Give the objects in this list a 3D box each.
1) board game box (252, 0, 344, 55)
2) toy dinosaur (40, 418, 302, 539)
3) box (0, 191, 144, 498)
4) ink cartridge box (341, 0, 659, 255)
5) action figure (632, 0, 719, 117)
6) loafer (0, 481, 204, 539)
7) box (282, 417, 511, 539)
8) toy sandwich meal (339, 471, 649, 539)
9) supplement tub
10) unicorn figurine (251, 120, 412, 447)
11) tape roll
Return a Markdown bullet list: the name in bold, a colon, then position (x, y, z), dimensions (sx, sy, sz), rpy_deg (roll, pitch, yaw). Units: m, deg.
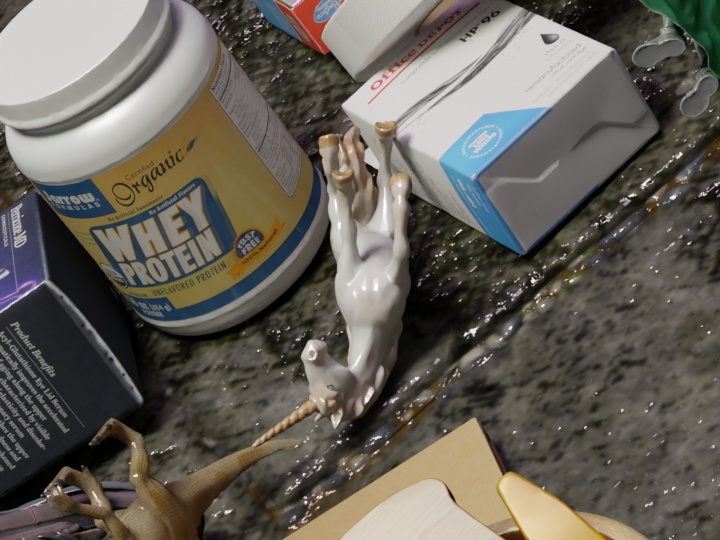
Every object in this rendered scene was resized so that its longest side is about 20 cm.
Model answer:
- **board game box**: position (0.022, -0.231, 1.965), dimensions (0.200, 0.040, 0.153), rpy_deg (-39, 20, -4)
- **toy dinosaur**: position (-0.116, 0.133, 1.595), dimensions (0.058, 0.101, 0.200), rpy_deg (-43, 6, 40)
- **box**: position (-0.244, 0.067, 1.802), dimensions (0.200, 0.104, 0.148), rpy_deg (-34, 24, 4)
- **ink cartridge box**: position (0.071, -0.097, 1.759), dimensions (0.116, 0.068, 0.200), rpy_deg (-42, 33, -11)
- **action figure**: position (0.196, -0.167, 1.719), dimensions (0.055, 0.118, 0.200), rpy_deg (-32, 23, 29)
- **loafer**: position (-0.182, 0.164, 1.624), dimensions (0.200, 0.072, 0.063), rpy_deg (-4, 37, -8)
- **box**: position (0.001, 0.177, 1.528), dimensions (0.200, 0.021, 0.164), rpy_deg (-33, 33, 6)
- **toy sandwich meal**: position (0.061, 0.180, 1.399), dimensions (0.205, 0.070, 0.205), rpy_deg (-18, 46, 20)
- **supplement tub**: position (-0.124, -0.074, 1.790), dimensions (0.144, 0.200, 0.145), rpy_deg (-25, 35, 19)
- **unicorn figurine**: position (0.000, 0.000, 1.681), dimensions (0.074, 0.138, 0.200), rpy_deg (5, 24, 13)
- **tape roll**: position (0.063, -0.193, 1.813), dimensions (0.203, 0.037, 0.203), rpy_deg (-39, -4, -3)
